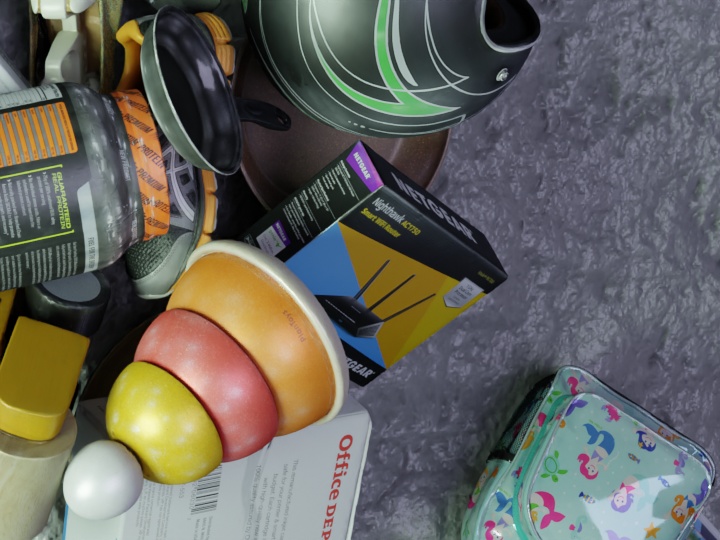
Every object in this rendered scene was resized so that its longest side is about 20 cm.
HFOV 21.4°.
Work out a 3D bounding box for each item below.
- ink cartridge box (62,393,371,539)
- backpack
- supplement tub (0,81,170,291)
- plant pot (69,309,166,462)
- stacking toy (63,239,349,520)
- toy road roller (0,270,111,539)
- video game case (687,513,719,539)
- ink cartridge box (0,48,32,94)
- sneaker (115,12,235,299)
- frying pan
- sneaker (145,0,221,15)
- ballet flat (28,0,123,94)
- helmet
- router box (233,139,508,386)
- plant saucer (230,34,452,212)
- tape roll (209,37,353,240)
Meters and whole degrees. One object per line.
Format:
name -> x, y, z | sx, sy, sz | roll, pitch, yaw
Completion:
ink cartridge box -> -0.104, 0.159, 1.364 | 0.199, 0.086, 0.148 | -9, 121, -36
backpack -> 0.183, 0.200, 1.572 | 0.177, 0.151, 0.201 | 34, 84, -3
supplement tub -> -0.228, -0.049, 1.205 | 0.198, 0.122, 0.124 | -12, 104, -15
plant pot -> -0.131, 0.115, 1.413 | 0.199, 0.027, 0.202 | -13, 113, -32
stacking toy -> -0.118, 0.087, 1.233 | 0.200, 0.146, 0.147 | -39, 117, -32
toy road roller -> -0.255, 0.073, 1.248 | 0.145, 0.201, 0.123 | 17, 124, -10
video game case -> 0.237, 0.271, 1.700 | 0.200, 0.023, 0.183 | 46, 72, -29
ink cartridge box -> -0.335, -0.110, 1.243 | 0.199, 0.047, 0.160 | -36, 118, 3
sneaker -> -0.143, -0.081, 1.311 | 0.077, 0.078, 0.202 | 5, 91, -43
frying pan -> -0.101, -0.124, 1.259 | 0.031, 0.190, 0.116 | -20, 101, 17
sneaker -> -0.166, -0.267, 1.329 | 0.200, 0.080, 0.087 | 48, 38, -20
ballet flat -> -0.198, -0.164, 1.292 | 0.070, 0.071, 0.202 | -13, 118, -31
helmet -> 0.019, -0.184, 1.300 | 0.199, 0.200, 0.192 | -33, 128, -25
router box -> 0.000, 0.000, 1.402 | 0.149, 0.051, 0.200 | -38, 146, 14
plant saucer -> -0.019, -0.123, 1.417 | 0.199, 0.037, 0.202 | -6, 100, -34
tape roll -> -0.095, -0.074, 1.418 | 0.201, 0.037, 0.205 | -6, 101, -33
